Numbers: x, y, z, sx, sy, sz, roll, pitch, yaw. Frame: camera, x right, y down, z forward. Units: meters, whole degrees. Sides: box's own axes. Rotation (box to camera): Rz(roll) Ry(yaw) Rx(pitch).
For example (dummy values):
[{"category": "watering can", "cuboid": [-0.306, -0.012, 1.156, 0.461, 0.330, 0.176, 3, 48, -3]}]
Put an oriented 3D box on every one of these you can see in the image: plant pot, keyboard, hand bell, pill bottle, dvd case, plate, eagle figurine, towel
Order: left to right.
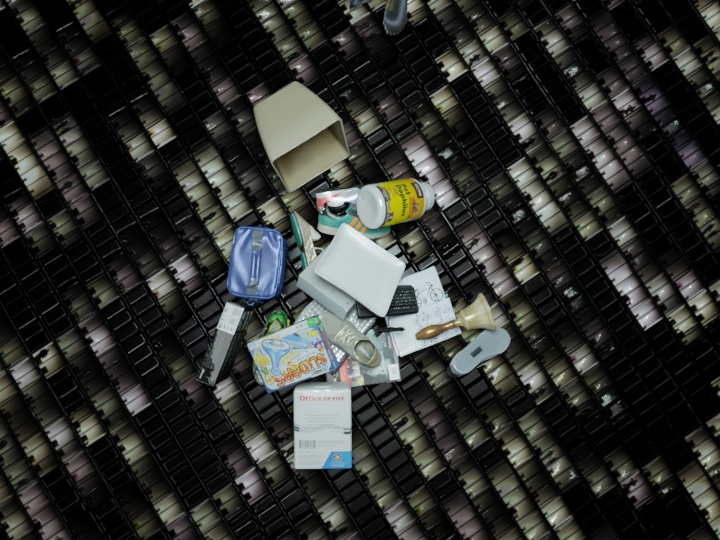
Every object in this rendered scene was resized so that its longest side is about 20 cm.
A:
[{"category": "plant pot", "cuboid": [-0.164, -0.358, 1.346, 0.199, 0.200, 0.178, -31, 76, -2]}, {"category": "towel", "cuboid": [-0.071, 0.144, 1.345, 0.165, 0.086, 0.200, 37, 77, 16]}, {"category": "plate", "cuboid": [0.000, 0.000, 1.275, 0.199, 0.032, 0.201, 33, 45, -6]}, {"category": "dvd case", "cuboid": [0.001, 0.232, 1.383, 0.197, 0.022, 0.148, -8, 86, 0]}, {"category": "eagle figurine", "cuboid": [0.076, -0.770, 1.418, 0.152, 0.150, 0.201, 53, 124, 41]}, {"category": "keyboard", "cuboid": [0.071, 0.100, 1.305, 0.198, 0.021, 0.129, -2, 80, -37]}, {"category": "pill bottle", "cuboid": [0.094, -0.176, 1.337, 0.199, 0.109, 0.110, -16, 86, -35]}, {"category": "hand bell", "cuboid": [0.237, 0.141, 1.348, 0.198, 0.104, 0.105, -20, 86, 2]}]

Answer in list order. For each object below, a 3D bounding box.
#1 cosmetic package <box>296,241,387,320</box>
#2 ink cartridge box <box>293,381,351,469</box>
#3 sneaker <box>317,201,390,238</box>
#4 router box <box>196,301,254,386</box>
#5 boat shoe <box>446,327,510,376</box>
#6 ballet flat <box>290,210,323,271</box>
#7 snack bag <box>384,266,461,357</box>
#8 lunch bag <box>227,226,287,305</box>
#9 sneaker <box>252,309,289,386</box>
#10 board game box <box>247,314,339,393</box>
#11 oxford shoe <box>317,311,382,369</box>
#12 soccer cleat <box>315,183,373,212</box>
[{"category": "cosmetic package", "cuboid": [-0.043, 0.009, 1.326, 0.150, 0.052, 0.200, 34, 52, 11]}, {"category": "ink cartridge box", "cuboid": [-0.095, 0.392, 1.329, 0.145, 0.086, 0.203, 0, 92, -1]}, {"category": "sneaker", "cuboid": [-0.011, -0.135, 1.358, 0.198, 0.072, 0.081, 2, 120, -16]}, {"category": "router box", "cuboid": [-0.337, 0.181, 1.319, 0.051, 0.149, 0.202, 21, 86, 0]}, {"category": "boat shoe", "cuboid": [0.308, 0.219, 1.363, 0.198, 0.068, 0.074, -33, 75, -27]}, {"category": "ballet flat", "cuboid": [-0.135, -0.064, 1.389, 0.067, 0.068, 0.202, -13, 92, -21]}, {"category": "snack bag", "cuboid": [0.153, 0.104, 1.382, 0.187, 0.021, 0.202, -18, 87, -8]}, {"category": "lunch bag", "cuboid": [-0.267, -0.010, 1.342, 0.134, 0.132, 0.203, 5, 85, 0]}, {"category": "sneaker", "cuboid": [-0.239, 0.201, 1.351, 0.077, 0.085, 0.202, 10, 87, 0]}, {"category": "board game box", "cuboid": [-0.166, 0.206, 1.278, 0.198, 0.034, 0.137, -23, 92, 19]}, {"category": "oxford shoe", "cuboid": [-0.030, 0.163, 1.259, 0.199, 0.058, 0.075, 37, 80, 19]}, {"category": "soccer cleat", "cuboid": [-0.020, -0.190, 1.397, 0.197, 0.068, 0.074, -7, 105, -2]}]
